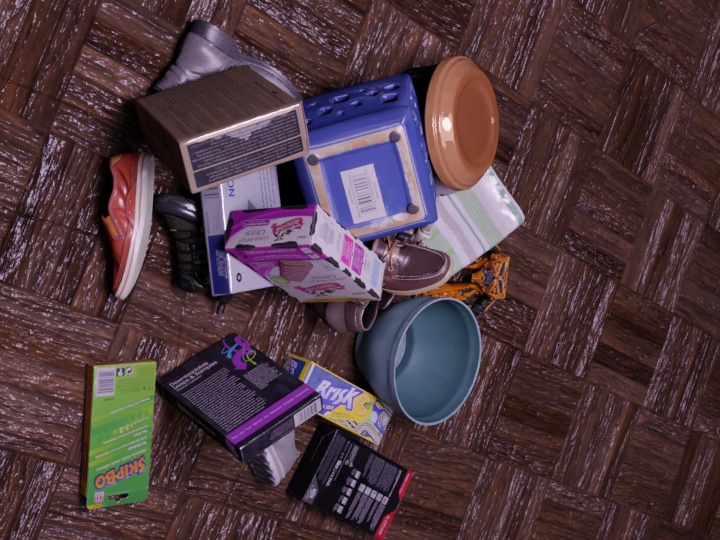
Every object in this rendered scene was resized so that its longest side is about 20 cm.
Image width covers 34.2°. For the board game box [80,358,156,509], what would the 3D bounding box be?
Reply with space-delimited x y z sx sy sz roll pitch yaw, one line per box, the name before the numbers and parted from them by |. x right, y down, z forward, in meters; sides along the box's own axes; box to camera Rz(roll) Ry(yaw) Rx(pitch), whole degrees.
board game box | -0.333 0.224 1.610 0.095 0.030 0.201 -1 97 -39

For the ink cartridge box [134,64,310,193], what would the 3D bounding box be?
ink cartridge box | -0.177 -0.183 1.483 0.164 0.200 0.075 -20 120 -18

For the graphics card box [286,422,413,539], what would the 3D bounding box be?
graphics card box | -0.014 0.340 1.882 0.200 0.051 0.126 35 77 -40

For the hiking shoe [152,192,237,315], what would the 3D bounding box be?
hiking shoe | -0.224 -0.023 1.614 0.200 0.076 0.101 47 66 -37

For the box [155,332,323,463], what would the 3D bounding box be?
box | -0.169 0.172 1.622 0.143 0.200 0.036 -31 134 -30

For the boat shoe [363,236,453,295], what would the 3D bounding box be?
boat shoe | 0.031 -0.014 1.665 0.072 0.199 0.072 53 48 -56

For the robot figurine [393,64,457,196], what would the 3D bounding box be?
robot figurine | 0.114 -0.215 1.823 0.150 0.125 0.201 -24 114 -30

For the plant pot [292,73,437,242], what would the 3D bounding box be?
plant pot | 0.003 -0.145 1.657 0.199 0.180 0.201 -14 112 3

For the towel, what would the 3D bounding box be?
towel | 0.168 -0.094 1.906 0.200 0.031 0.149 -36 91 -32

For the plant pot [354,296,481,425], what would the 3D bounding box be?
plant pot | 0.077 0.130 1.854 0.200 0.134 0.201 -12 108 -42

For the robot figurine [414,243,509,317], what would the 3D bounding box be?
robot figurine | 0.176 0.011 1.961 0.199 0.058 0.146 -2 101 -39

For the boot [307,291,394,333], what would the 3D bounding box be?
boot | 0.000 0.000 1.756 0.070 0.146 0.201 29 81 -43

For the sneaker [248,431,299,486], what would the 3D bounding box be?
sneaker | -0.141 0.221 1.749 0.082 0.074 0.201 -38 131 -38

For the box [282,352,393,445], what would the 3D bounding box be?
box | -0.041 0.201 1.821 0.200 0.064 0.070 33 78 -38

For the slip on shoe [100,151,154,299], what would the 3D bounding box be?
slip on shoe | -0.312 -0.060 1.549 0.061 0.074 0.201 8 106 -1

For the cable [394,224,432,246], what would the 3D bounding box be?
cable | 0.064 -0.009 1.784 0.050 0.200 0.097 16 53 -4

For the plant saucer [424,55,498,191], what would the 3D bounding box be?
plant saucer | 0.157 -0.219 1.739 0.200 0.037 0.201 -2 93 -58

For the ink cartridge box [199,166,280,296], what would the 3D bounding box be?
ink cartridge box | -0.146 -0.074 1.624 0.200 0.040 0.201 -14 99 -61

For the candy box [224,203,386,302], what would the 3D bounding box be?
candy box | -0.071 -0.018 1.573 0.200 0.136 0.061 37 56 -53

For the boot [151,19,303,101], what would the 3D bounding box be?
boot | -0.185 -0.240 1.615 0.200 0.070 0.132 31 82 -27
